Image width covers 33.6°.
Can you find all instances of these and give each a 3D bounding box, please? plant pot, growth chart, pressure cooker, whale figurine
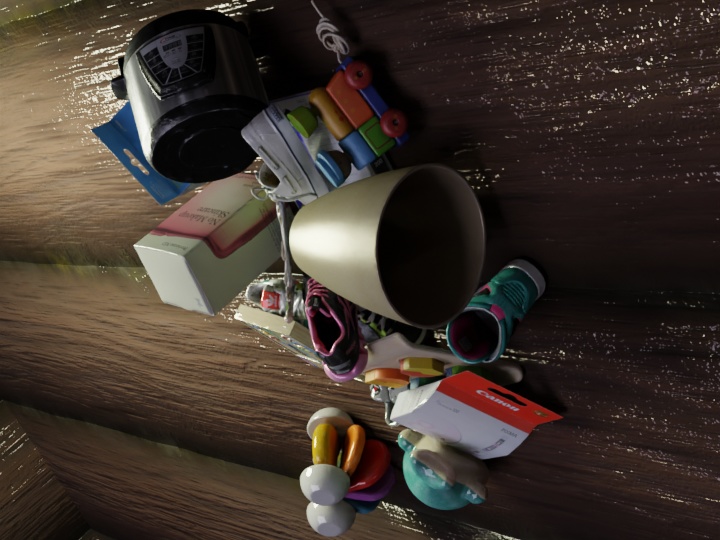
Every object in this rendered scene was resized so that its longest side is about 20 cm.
[{"bbox_3d":[0.014,-0.035,1.417,0.200,0.187,0.188,6,130,45],"label":"plant pot"},{"bbox_3d":[-0.107,-0.041,1.677,0.145,0.018,0.201,-99,3,-75],"label":"growth chart"},{"bbox_3d":[-0.214,-0.234,1.526,0.179,0.175,0.201,-41,56,39],"label":"pressure cooker"},{"bbox_3d":[0.111,0.300,1.747,0.159,0.104,0.200,36,-175,13],"label":"whale figurine"}]

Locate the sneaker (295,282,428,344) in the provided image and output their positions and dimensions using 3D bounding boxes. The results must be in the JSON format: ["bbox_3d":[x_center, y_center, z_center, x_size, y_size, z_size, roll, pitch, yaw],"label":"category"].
[{"bbox_3d":[-0.004,0.064,1.663,0.199,0.072,0.083,16,162,24],"label":"sneaker"}]

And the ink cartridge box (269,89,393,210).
[{"bbox_3d":[-0.047,-0.151,1.576,0.198,0.043,0.200,-1,126,52],"label":"ink cartridge box"}]

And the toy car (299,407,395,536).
[{"bbox_3d":[-0.016,0.337,1.999,0.149,0.175,0.200,-1,133,6],"label":"toy car"}]

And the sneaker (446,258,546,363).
[{"bbox_3d":[0.152,0.074,1.500,0.084,0.121,0.200,43,150,10],"label":"sneaker"}]

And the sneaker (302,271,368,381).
[{"bbox_3d":[-0.044,0.044,1.586,0.095,0.079,0.201,40,-149,-57],"label":"sneaker"}]

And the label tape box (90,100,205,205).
[{"bbox_3d":[-0.250,-0.186,1.639,0.144,0.200,0.063,46,122,3],"label":"label tape box"}]

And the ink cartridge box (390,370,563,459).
[{"bbox_3d":[0.155,0.203,1.638,0.162,0.057,0.200,26,161,-17],"label":"ink cartridge box"}]

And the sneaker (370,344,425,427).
[{"bbox_3d":[0.050,0.147,1.744,0.074,0.088,0.200,17,135,43],"label":"sneaker"}]

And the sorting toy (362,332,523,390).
[{"bbox_3d":[0.093,0.139,1.631,0.199,0.037,0.185,17,159,-24],"label":"sorting toy"}]

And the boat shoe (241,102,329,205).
[{"bbox_3d":[-0.101,-0.122,1.502,0.075,0.086,0.202,57,178,32],"label":"boat shoe"}]

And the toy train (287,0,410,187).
[{"bbox_3d":[-0.041,-0.206,1.419,0.200,0.116,0.085,52,171,-7],"label":"toy train"}]

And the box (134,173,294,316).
[{"bbox_3d":[-0.206,-0.043,1.742,0.128,0.200,0.109,11,134,44],"label":"box"}]

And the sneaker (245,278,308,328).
[{"bbox_3d":[-0.097,0.056,1.791,0.200,0.093,0.071,20,102,51],"label":"sneaker"}]

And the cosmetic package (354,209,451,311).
[{"bbox_3d":[0.056,-0.019,1.531,0.200,0.051,0.083,-25,103,39],"label":"cosmetic package"}]

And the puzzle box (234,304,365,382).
[{"bbox_3d":[-0.088,0.114,1.849,0.133,0.025,0.200,14,165,45],"label":"puzzle box"}]
